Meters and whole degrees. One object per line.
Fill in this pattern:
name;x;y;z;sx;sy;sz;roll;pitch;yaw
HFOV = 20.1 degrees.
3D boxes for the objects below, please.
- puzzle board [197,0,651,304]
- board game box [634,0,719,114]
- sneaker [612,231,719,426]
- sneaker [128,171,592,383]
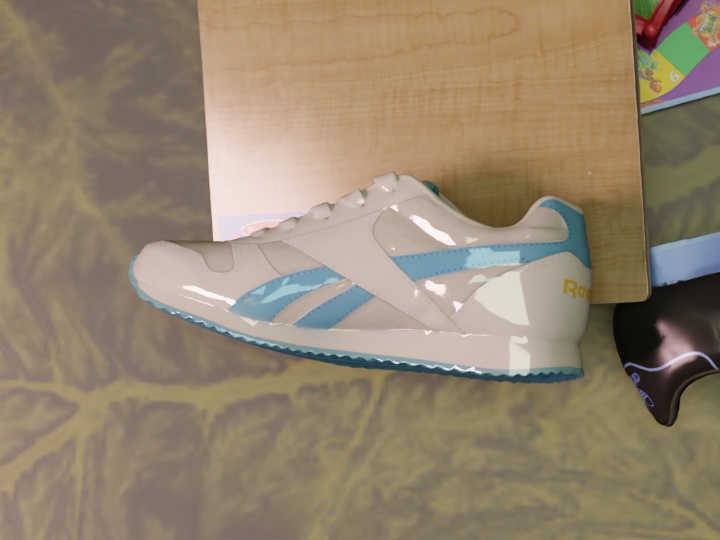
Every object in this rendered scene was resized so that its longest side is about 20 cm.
puzzle board;0.026;-0.057;0.894;0.200;0.017;0.151;-3;91;21
board game box;0.095;-0.144;0.904;0.200;0.039;0.158;-15;84;5
sneaker;0.208;0.010;0.870;0.200;0.070;0.078;-15;83;12
sneaker;0.000;0.000;0.864;0.200;0.077;0.081;6;85;14
